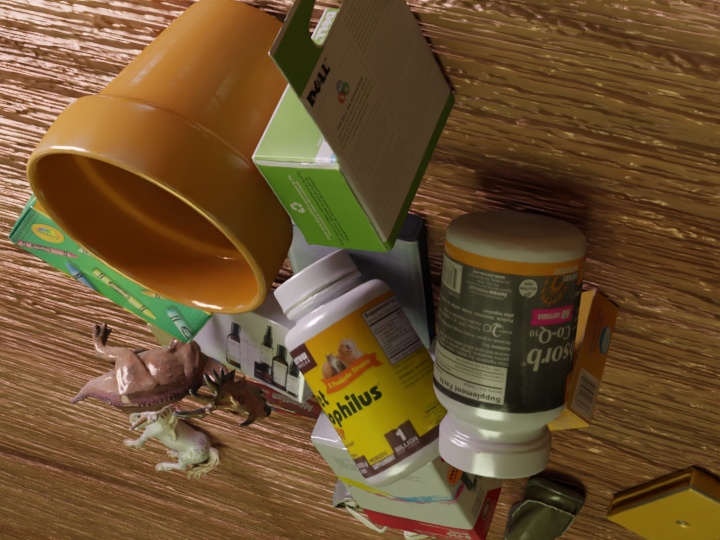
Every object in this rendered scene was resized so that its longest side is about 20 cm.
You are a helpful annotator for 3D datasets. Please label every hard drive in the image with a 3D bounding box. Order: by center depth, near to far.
[{"bbox_3d":[0.000,0.000,1.224,0.139,0.033,0.200,15,152,16],"label":"hard drive"}]

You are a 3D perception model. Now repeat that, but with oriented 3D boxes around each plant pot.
[{"bbox_3d":[-0.121,-0.098,0.972,0.199,0.184,0.201,23,155,11],"label":"plant pot"}]

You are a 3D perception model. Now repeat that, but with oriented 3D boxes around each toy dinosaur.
[{"bbox_3d":[-0.200,0.112,1.278,0.199,0.136,0.086,-16,141,-4],"label":"toy dinosaur"}]

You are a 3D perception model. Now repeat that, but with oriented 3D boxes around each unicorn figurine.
[{"bbox_3d":[-0.280,0.236,1.828,0.199,0.074,0.137,25,146,-36],"label":"unicorn figurine"}]

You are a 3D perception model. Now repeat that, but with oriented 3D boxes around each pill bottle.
[{"bbox_3d":[0.119,0.059,1.044,0.116,0.116,0.202,11,107,23],"label":"pill bottle"},{"bbox_3d":[0.005,0.085,1.149,0.201,0.109,0.109,58,150,3],"label":"pill bottle"}]

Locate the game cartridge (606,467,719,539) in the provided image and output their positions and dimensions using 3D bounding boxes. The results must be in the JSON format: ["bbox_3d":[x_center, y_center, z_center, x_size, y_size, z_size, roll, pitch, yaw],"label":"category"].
[{"bbox_3d":[0.406,0.292,1.434,0.199,0.033,0.176,27,152,-11],"label":"game cartridge"}]

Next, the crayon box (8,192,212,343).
[{"bbox_3d":[-0.224,-0.032,1.236,0.199,0.119,0.058,32,130,-16],"label":"crayon box"}]

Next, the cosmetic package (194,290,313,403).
[{"bbox_3d":[-0.125,0.056,1.325,0.199,0.051,0.083,24,122,25],"label":"cosmetic package"}]

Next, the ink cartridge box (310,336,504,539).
[{"bbox_3d":[0.063,0.177,1.364,0.144,0.146,0.200,7,149,28],"label":"ink cartridge box"}]

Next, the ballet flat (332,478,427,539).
[{"bbox_3d":[0.056,0.335,1.737,0.199,0.064,0.068,19,152,9],"label":"ballet flat"}]

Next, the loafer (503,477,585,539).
[{"bbox_3d":[0.221,0.313,1.564,0.075,0.070,0.200,21,153,5],"label":"loafer"}]

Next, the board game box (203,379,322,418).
[{"bbox_3d":[-0.151,0.141,1.534,0.199,0.020,0.103,22,166,-27],"label":"board game box"}]

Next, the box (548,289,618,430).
[{"bbox_3d":[0.141,0.092,1.181,0.041,0.120,0.199,34,152,-27],"label":"box"}]

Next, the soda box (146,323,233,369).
[{"bbox_3d":[-0.131,0.071,1.416,0.199,0.064,0.068,12,151,22],"label":"soda box"}]

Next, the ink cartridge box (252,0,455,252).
[{"bbox_3d":[-0.020,-0.132,0.882,0.075,0.149,0.200,5,147,31],"label":"ink cartridge box"}]
